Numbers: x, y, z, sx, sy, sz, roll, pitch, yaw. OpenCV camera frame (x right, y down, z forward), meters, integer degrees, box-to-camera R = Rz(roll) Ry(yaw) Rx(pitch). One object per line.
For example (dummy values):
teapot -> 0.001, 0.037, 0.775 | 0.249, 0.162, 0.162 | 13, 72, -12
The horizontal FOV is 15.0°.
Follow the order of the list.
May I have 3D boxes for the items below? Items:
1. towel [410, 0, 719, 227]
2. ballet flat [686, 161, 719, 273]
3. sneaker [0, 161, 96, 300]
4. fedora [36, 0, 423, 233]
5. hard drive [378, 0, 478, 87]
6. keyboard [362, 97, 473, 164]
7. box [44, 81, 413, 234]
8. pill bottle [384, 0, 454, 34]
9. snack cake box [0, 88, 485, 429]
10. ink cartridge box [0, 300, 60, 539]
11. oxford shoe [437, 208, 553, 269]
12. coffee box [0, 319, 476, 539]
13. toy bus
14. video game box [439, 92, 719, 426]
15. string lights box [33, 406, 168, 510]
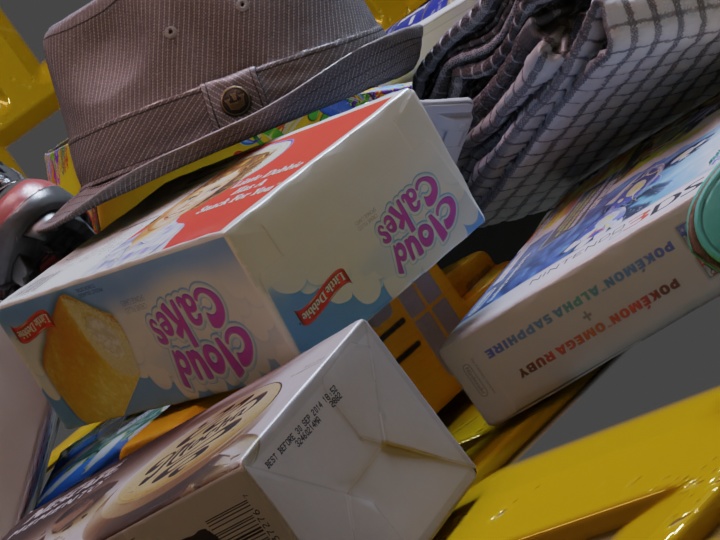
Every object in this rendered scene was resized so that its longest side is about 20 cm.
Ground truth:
towel -> 0.122, -0.105, 1.246 | 0.165, 0.086, 0.200 | -15, -18, -24
ballet flat -> 0.207, -0.051, 0.953 | 0.200, 0.067, 0.070 | -35, -17, 7
sneaker -> -0.187, -0.018, 1.396 | 0.071, 0.098, 0.200 | -40, -3, -14
fedora -> -0.074, -0.098, 1.258 | 0.200, 0.091, 0.177 | -22, 5, 10
hard drive -> 0.108, -0.161, 1.482 | 0.132, 0.027, 0.200 | -29, 1, -40
keyboard -> 0.000, 0.000, 1.258 | 0.056, 0.011, 0.200 | 0, -48, -22
box -> -0.060, -0.026, 1.488 | 0.192, 0.122, 0.200 | -10, 2, -11
pill bottle -> 0.056, -0.117, 1.846 | 0.200, 0.120, 0.120 | -30, 9, 39
snack cake box -> -0.055, -0.001, 1.153 | 0.115, 0.067, 0.200 | -37, 12, -33
ink cartridge box -> -0.229, 0.090, 1.350 | 0.200, 0.146, 0.147 | 121, 163, -79
oxford shoe -> 0.042, -0.024, 1.375 | 0.200, 0.071, 0.071 | -45, 28, -7
coffee box -> -0.068, 0.113, 1.042 | 0.200, 0.080, 0.113 | -30, 10, 36
toy bus -> -0.009, 0.049, 1.194 | 0.200, 0.078, 0.065 | -41, 9, -38
video game box -> 0.141, -0.029, 1.143 | 0.182, 0.047, 0.200 | -30, 8, 29
string lights box -> -0.102, 0.106, 1.343 | 0.103, 0.059, 0.200 | -35, 7, 4
